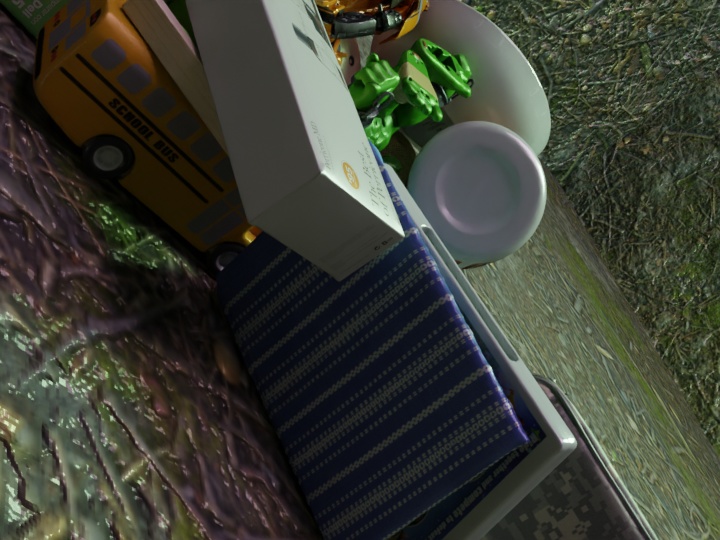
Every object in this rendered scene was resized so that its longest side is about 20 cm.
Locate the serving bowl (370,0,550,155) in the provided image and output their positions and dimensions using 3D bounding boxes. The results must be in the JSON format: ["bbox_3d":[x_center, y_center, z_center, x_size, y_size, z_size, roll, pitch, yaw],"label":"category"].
[{"bbox_3d":[0.080,-0.161,1.030,0.199,0.066,0.201,37,-23,18],"label":"serving bowl"}]

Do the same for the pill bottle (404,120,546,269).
[{"bbox_3d":[0.091,-0.059,0.942,0.113,0.112,0.200,55,-1,1],"label":"pill bottle"}]

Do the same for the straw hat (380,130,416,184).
[{"bbox_3d":[0.010,-0.100,1.056,0.201,0.085,0.201,50,15,-19],"label":"straw hat"}]

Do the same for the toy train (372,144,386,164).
[{"bbox_3d":[0.000,0.000,0.740,0.115,0.086,0.201,95,-25,-45],"label":"toy train"}]

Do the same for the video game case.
[{"bbox_3d":[0.018,0.060,0.613,0.018,0.143,0.201,5,44,-46],"label":"video game case"}]

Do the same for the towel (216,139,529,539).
[{"bbox_3d":[-0.003,0.044,0.607,0.024,0.145,0.201,7,49,-50],"label":"towel"}]

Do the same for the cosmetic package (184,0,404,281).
[{"bbox_3d":[-0.042,-0.099,0.595,0.082,0.050,0.201,31,32,-50],"label":"cosmetic package"}]

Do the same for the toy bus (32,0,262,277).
[{"bbox_3d":[-0.109,-0.076,0.659,0.200,0.078,0.065,43,19,-37],"label":"toy bus"}]

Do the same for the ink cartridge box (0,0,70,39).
[{"bbox_3d":[-0.140,-0.164,0.740,0.200,0.084,0.146,47,18,-26],"label":"ink cartridge box"}]

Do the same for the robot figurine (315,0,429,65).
[{"bbox_3d":[-0.021,-0.215,0.886,0.144,0.059,0.200,19,31,19],"label":"robot figurine"}]

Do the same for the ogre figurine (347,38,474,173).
[{"bbox_3d":[0.015,-0.129,0.877,0.098,0.120,0.201,47,29,-15],"label":"ogre figurine"}]

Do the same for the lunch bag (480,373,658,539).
[{"bbox_3d":[0.107,0.169,0.713,0.201,0.139,0.168,58,-1,10],"label":"lunch bag"}]

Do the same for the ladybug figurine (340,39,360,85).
[{"bbox_3d":[-0.058,-0.211,1.027,0.135,0.072,0.200,37,2,-29],"label":"ladybug figurine"}]

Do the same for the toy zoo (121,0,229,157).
[{"bbox_3d":[-0.067,-0.125,0.684,0.132,0.020,0.200,55,19,-8],"label":"toy zoo"}]
